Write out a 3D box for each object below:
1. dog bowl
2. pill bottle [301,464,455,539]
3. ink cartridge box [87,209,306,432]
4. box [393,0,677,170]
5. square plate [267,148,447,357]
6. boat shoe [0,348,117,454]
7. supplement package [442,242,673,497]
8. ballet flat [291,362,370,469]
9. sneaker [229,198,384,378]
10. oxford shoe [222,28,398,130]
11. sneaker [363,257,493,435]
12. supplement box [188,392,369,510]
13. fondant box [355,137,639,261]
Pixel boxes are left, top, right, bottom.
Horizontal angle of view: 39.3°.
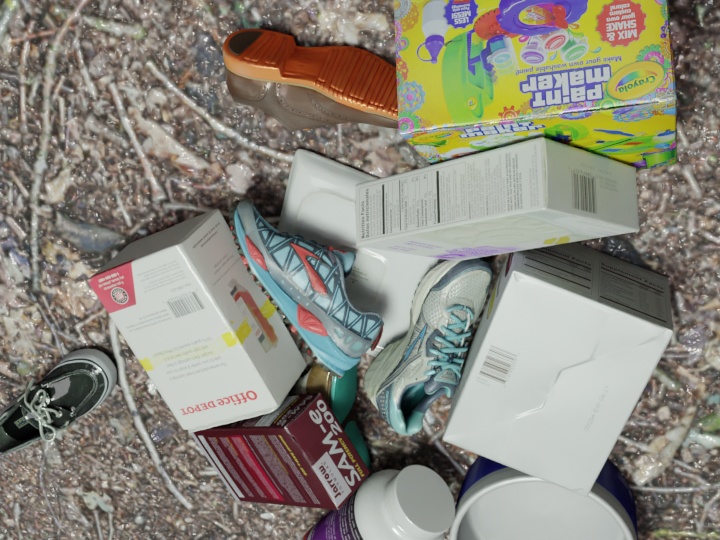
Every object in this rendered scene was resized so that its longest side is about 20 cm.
[{"bbox_3d":[0.198,0.281,1.085,0.197,0.079,0.203,6,117,12],"label":"dog bowl"},{"bbox_3d":[0.018,0.295,1.107,0.112,0.113,0.200,37,130,-5],"label":"pill bottle"},{"bbox_3d":[-0.169,0.057,1.063,0.144,0.084,0.202,-17,111,33],"label":"ink cartridge box"},{"bbox_3d":[0.146,-0.152,0.801,0.197,0.192,0.124,-4,82,17],"label":"box"},{"bbox_3d":[0.000,0.000,1.030,0.197,0.029,0.200,21,119,5],"label":"square plate"},{"bbox_3d":[-0.370,0.160,1.190,0.198,0.068,0.074,-26,107,25],"label":"boat shoe"},{"bbox_3d":[0.187,0.085,0.972,0.154,0.111,0.202,21,119,4],"label":"supplement package"},{"bbox_3d":[-0.037,0.155,1.096,0.071,0.068,0.202,10,131,25],"label":"ballet flat"},{"bbox_3d":[-0.051,0.002,1.001,0.095,0.079,0.201,-37,94,-2],"label":"sneaker"},{"bbox_3d":[-0.034,-0.166,0.945,0.197,0.072,0.073,20,139,10],"label":"oxford shoe"},{"bbox_3d":[0.081,0.078,0.995,0.077,0.087,0.202,15,117,-29],"label":"sneaker"},{"bbox_3d":[-0.092,0.194,1.087,0.199,0.061,0.110,-10,116,51],"label":"supplement box"},{"bbox_3d":[0.113,-0.053,0.850,0.198,0.143,0.059,-8,79,44],"label":"fondant box"}]
